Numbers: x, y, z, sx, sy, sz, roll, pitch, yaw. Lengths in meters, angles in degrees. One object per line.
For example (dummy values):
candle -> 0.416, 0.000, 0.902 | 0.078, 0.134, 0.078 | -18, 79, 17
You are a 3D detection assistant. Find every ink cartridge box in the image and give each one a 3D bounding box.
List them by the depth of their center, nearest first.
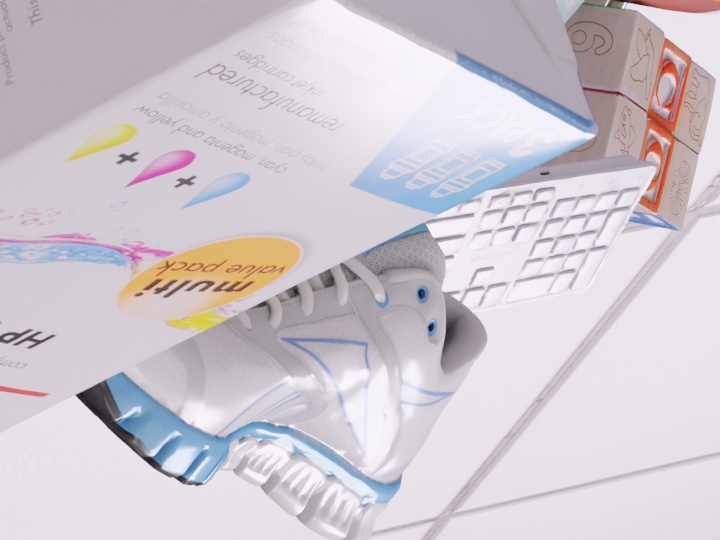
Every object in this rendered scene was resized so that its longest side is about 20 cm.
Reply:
ink cartridge box -> -0.069, -0.025, 0.521 | 0.199, 0.068, 0.115 | -26, 158, 24

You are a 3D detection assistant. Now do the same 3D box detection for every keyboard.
keyboard -> 0.000, 0.000, 0.757 | 0.199, 0.011, 0.057 | -9, 135, -34

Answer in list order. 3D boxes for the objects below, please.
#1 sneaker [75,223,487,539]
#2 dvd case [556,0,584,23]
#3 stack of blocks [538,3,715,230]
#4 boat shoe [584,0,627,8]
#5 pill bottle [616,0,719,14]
sneaker -> -0.024, 0.010, 0.685 | 0.087, 0.075, 0.200 | -47, 156, 7
dvd case -> 0.068, -0.178, 0.710 | 0.146, 0.022, 0.200 | -49, 145, -16
stack of blocks -> 0.012, -0.069, 0.929 | 0.199, 0.059, 0.115 | 12, 175, 28
boat shoe -> 0.061, -0.098, 1.046 | 0.066, 0.074, 0.200 | -39, 170, -43
pill bottle -> 0.095, -0.145, 0.875 | 0.199, 0.113, 0.112 | 3, 152, -45
